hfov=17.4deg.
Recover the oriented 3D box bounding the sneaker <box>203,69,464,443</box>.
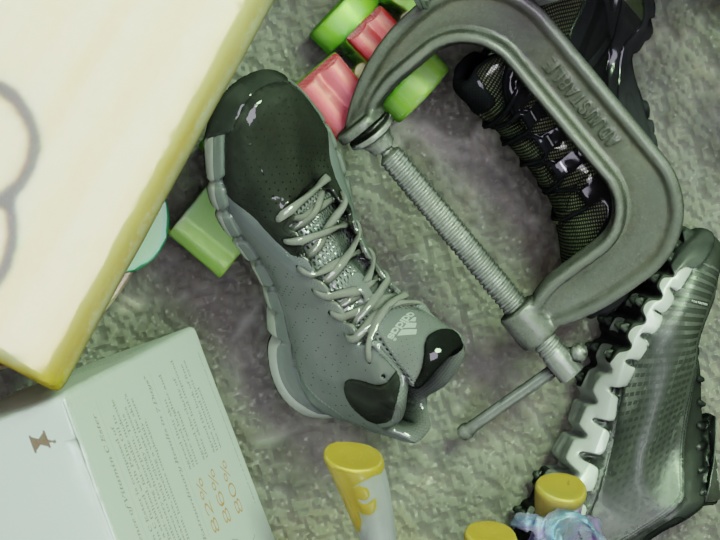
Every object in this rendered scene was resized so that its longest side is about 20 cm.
[{"bbox_3d":[0.000,0.000,1.117,0.075,0.115,0.201,-39,131,-27],"label":"sneaker"}]

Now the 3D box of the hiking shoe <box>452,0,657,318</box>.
[{"bbox_3d":[0.092,-0.076,1.178,0.100,0.076,0.201,-2,92,-13],"label":"hiking shoe"}]

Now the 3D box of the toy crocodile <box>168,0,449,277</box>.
[{"bbox_3d":[-0.018,-0.082,1.178,0.068,0.062,0.200,44,87,-5],"label":"toy crocodile"}]

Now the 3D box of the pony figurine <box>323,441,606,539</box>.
[{"bbox_3d":[0.051,0.188,1.125,0.192,0.167,0.201,8,122,-4],"label":"pony figurine"}]

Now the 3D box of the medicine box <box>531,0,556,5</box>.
[{"bbox_3d":[0.134,-0.248,1.094,0.199,0.103,0.183,-28,97,-10],"label":"medicine box"}]

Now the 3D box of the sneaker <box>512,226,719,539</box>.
[{"bbox_3d":[0.150,0.078,1.199,0.090,0.066,0.201,24,92,-9],"label":"sneaker"}]

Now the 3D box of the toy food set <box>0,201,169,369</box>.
[{"bbox_3d":[-0.196,-0.050,1.166,0.198,0.049,0.200,-33,93,-5],"label":"toy food set"}]

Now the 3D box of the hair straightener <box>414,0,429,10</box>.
[{"bbox_3d":[0.004,-0.209,1.146,0.077,0.041,0.201,-6,62,-7],"label":"hair straightener"}]

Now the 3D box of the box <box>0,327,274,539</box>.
[{"bbox_3d":[-0.124,0.126,1.090,0.106,0.200,0.153,-20,92,14],"label":"box"}]

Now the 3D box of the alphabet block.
[{"bbox_3d":[-0.167,-0.082,1.048,0.195,0.196,0.201,30,87,-4],"label":"alphabet block"}]

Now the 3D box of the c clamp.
[{"bbox_3d":[0.062,-0.032,1.142,0.170,0.027,0.200,-31,100,23],"label":"c clamp"}]
